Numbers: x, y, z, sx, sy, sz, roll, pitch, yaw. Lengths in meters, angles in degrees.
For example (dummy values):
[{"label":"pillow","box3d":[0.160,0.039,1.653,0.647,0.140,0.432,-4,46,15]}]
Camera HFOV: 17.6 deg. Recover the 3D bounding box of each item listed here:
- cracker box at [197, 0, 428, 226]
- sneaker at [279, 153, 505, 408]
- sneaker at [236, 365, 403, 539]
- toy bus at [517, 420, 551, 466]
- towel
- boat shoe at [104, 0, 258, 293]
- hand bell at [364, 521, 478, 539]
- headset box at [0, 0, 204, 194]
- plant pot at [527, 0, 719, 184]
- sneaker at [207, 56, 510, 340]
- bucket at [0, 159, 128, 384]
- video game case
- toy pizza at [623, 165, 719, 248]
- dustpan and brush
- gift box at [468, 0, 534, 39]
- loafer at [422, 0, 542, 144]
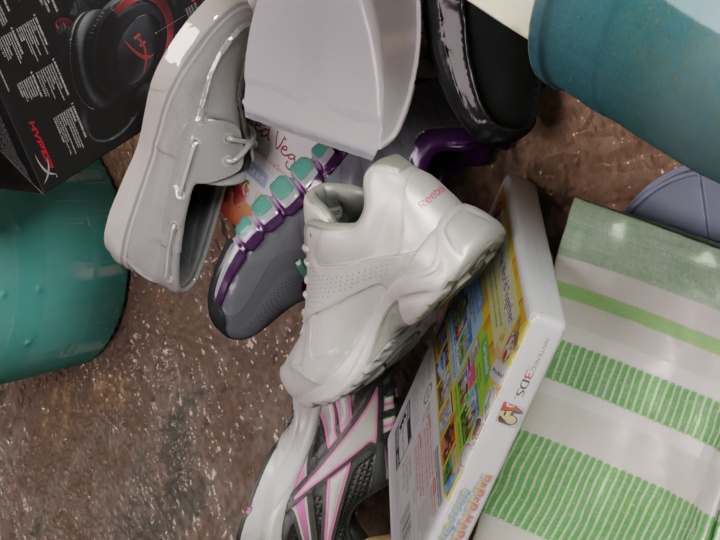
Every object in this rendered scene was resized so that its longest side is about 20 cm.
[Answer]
[{"label":"cracker box","box3d":[-0.035,-0.116,1.420,0.134,0.057,0.201,43,126,36]},{"label":"sneaker","box3d":[0.000,0.000,1.295,0.099,0.078,0.200,48,136,6]},{"label":"sneaker","box3d":[-0.001,0.089,1.413,0.086,0.080,0.201,21,105,5]},{"label":"toy bus","box3d":[0.120,0.135,1.251,0.065,0.078,0.201,-47,60,25]},{"label":"towel","box3d":[0.136,0.077,1.178,0.152,0.023,0.202,20,95,42]},{"label":"boat shoe","box3d":[-0.097,-0.074,1.410,0.068,0.072,0.201,34,117,17]},{"label":"hand bell","box3d":[-0.023,0.187,1.372,0.199,0.104,0.105,-6,92,30]},{"label":"headset box","box3d":[-0.169,-0.161,1.459,0.075,0.200,0.150,8,127,51]},{"label":"plant pot","box3d":[0.208,-0.113,1.040,0.188,0.199,0.201,40,126,21]},{"label":"sneaker","box3d":[-0.004,-0.026,1.340,0.087,0.074,0.200,43,98,28]},{"label":"bucket","box3d":[-0.269,-0.011,1.654,0.206,0.134,0.209,10,103,48]},{"label":"video game case","box3d":[0.059,0.064,1.257,0.200,0.023,0.183,-90,22,-67]},{"label":"toy pizza","box3d":[0.196,0.042,1.194,0.199,0.032,0.202,13,107,48]},{"label":"dustpan and brush","box3d":[-0.005,-0.175,1.305,0.139,0.057,0.202,22,114,50]},{"label":"gift box","box3d":[0.062,-0.219,1.130,0.186,0.184,0.201,35,107,11]},{"label":"loafer","box3d":[0.073,-0.171,1.274,0.070,0.068,0.203,-7,87,58]}]
